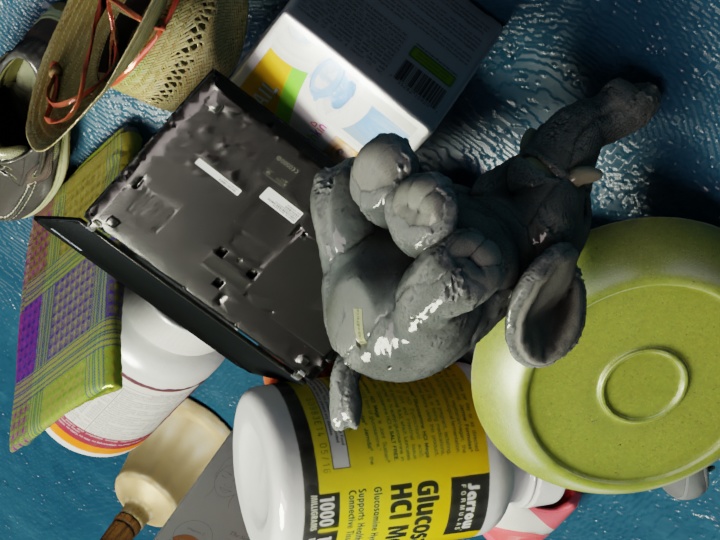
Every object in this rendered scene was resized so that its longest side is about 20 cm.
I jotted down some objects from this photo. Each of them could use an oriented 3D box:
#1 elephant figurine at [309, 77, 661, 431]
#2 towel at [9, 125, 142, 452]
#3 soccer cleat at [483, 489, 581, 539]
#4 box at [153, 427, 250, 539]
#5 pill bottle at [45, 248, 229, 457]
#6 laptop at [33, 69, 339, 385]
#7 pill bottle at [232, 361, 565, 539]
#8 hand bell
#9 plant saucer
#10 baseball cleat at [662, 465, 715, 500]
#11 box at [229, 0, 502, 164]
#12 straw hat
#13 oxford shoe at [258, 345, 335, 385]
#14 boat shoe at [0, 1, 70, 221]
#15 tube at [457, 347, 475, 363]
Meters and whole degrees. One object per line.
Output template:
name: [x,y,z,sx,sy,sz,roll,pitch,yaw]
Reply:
elephant figurine: [0.077,-0.013,1.333,0.155,0.199,0.143,-31,73,43]
towel: [-0.191,0.011,1.612,0.023,0.202,0.143,19,147,-29]
soccer cleat: [0.064,0.113,1.612,0.076,0.067,0.200,-33,115,29]
box: [-0.064,0.202,1.689,0.124,0.200,0.098,20,139,19]
pill bottle: [-0.154,0.046,1.671,0.109,0.110,0.200,40,141,-5]
laptop: [-0.079,-0.023,1.450,0.177,0.104,0.200,36,116,-19]
pill bottle: [0.027,0.118,1.513,0.198,0.113,0.113,-6,142,-17]
hand bell: [-0.176,0.194,1.765,0.103,0.200,0.105,20,138,19]
plant saucer: [0.166,0.061,1.421,0.198,0.031,0.201,-6,125,-8]
baseball cleat: [0.143,0.078,1.488,0.201,0.106,0.070,59,162,-18]
box: [-0.022,-0.098,1.434,0.112,0.102,0.200,38,141,-4]
straw hat: [-0.114,-0.145,1.413,0.085,0.202,0.201,26,146,-22]
oxford shoe: [0.000,0.000,1.530,0.200,0.073,0.071,-41,140,25]
boat shoe: [-0.232,-0.099,1.609,0.072,0.066,0.201,47,140,13]
tube: [0.039,0.034,1.571,0.199,0.050,0.078,2,130,42]
